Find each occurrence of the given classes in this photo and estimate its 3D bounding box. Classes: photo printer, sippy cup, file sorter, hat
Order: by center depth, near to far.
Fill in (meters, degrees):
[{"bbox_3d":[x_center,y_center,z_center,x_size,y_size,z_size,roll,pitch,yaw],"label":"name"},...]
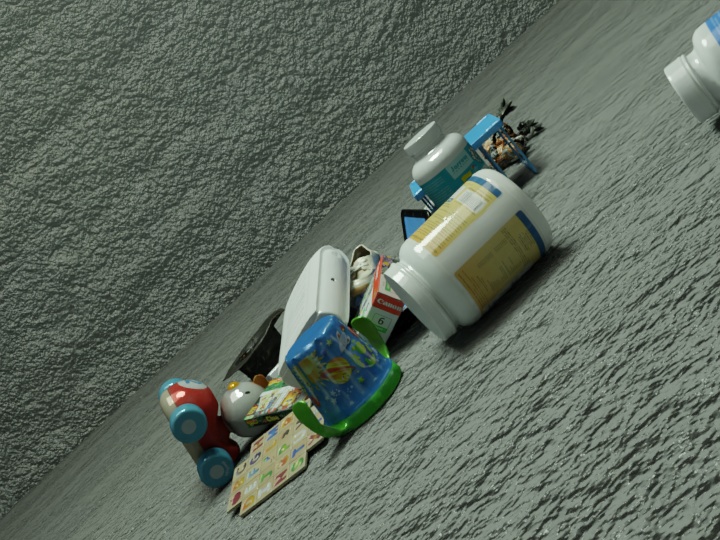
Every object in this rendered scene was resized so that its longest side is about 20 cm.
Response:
[{"bbox_3d":[-0.033,0.139,1.276,0.139,0.131,0.178,-41,11,8],"label":"sippy cup"},{"bbox_3d":[-0.074,0.068,1.477,0.201,0.069,0.167,-91,26,-55],"label":"photo printer"},{"bbox_3d":[0.204,-0.167,1.642,0.200,0.123,0.139,-41,10,9],"label":"file sorter"},{"bbox_3d":[-0.206,0.179,1.945,0.201,0.081,0.201,-50,6,7],"label":"hat"}]

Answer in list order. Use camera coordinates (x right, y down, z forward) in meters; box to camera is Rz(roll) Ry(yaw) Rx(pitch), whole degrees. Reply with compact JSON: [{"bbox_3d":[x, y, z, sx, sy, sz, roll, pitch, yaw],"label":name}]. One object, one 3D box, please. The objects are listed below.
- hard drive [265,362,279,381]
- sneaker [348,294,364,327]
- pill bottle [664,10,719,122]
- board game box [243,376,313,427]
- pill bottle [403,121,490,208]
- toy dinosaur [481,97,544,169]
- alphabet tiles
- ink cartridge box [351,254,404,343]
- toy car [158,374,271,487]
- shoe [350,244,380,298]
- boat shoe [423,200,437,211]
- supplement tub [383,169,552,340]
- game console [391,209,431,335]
[{"bbox_3d":[-0.116,0.155,1.761,0.200,0.025,0.132,-48,-3,-26],"label":"hard drive"},{"bbox_3d":[-0.060,0.113,1.569,0.201,0.074,0.082,-52,-2,12],"label":"sneaker"},{"bbox_3d":[0.467,-0.270,1.071,0.199,0.112,0.112,-36,11,27],"label":"pill bottle"},{"bbox_3d":[-0.098,0.200,1.478,0.198,0.024,0.105,-20,22,39],"label":"board game box"},{"bbox_3d":[0.161,-0.150,1.513,0.111,0.200,0.111,-41,10,9],"label":"pill bottle"},{"bbox_3d":[0.287,-0.264,1.836,0.199,0.102,0.137,24,82,56],"label":"toy dinosaur"},{"bbox_3d":[-0.124,0.275,1.346,0.199,0.006,0.167,-40,21,18],"label":"alphabet tiles"},{"bbox_3d":[0.038,0.037,1.394,0.109,0.050,0.202,-80,12,-58],"label":"ink cartridge box"},{"bbox_3d":[-0.228,0.239,1.572,0.199,0.178,0.184,-32,18,-13],"label":"toy car"},{"bbox_3d":[0.000,0.000,1.552,0.069,0.054,0.200,-27,9,11],"label":"shoe"},{"bbox_3d":[0.148,-0.111,1.766,0.200,0.074,0.067,-49,14,-28],"label":"boat shoe"},{"bbox_3d":[0.142,-0.020,1.208,0.200,0.145,0.145,-43,10,-5],"label":"supplement tub"},{"bbox_3d":[0.065,-0.001,1.515,0.176,0.117,0.200,-43,9,-5],"label":"game console"}]
